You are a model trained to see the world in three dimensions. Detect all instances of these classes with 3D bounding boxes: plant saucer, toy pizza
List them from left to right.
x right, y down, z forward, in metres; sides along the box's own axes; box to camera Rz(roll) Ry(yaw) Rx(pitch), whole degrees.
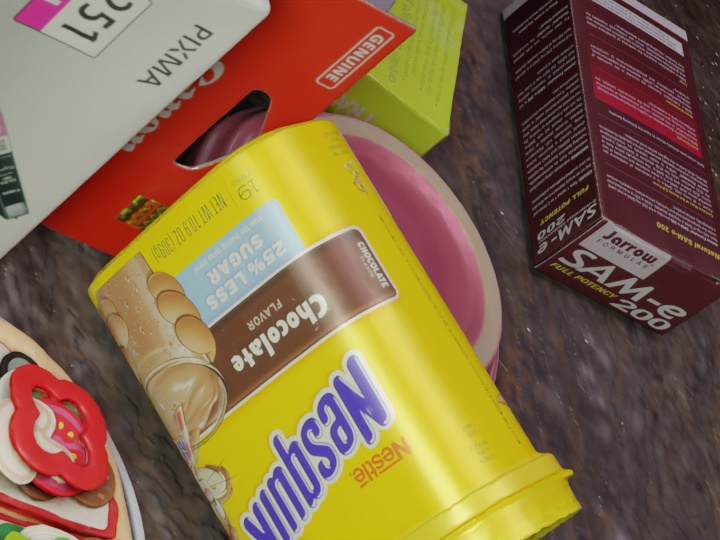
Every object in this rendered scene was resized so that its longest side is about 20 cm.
[{"bbox_3d":[-0.159,0.086,0.945,0.200,0.032,0.201,30,42,-30],"label":"toy pizza"},{"bbox_3d":[0.000,0.000,1.184,0.200,0.051,0.202,29,43,-31],"label":"plant saucer"}]

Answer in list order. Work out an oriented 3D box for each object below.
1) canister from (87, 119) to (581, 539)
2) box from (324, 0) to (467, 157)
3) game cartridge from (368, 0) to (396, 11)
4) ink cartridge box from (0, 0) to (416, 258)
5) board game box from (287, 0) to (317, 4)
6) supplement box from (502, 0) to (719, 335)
[{"bbox_3d":[-0.017,0.055,1.037,0.086,0.148,0.201,-17,72,-53],"label":"canister"},{"bbox_3d":[-0.033,-0.153,1.275,0.200,0.048,0.122,36,38,-22],"label":"box"},{"bbox_3d":[-0.031,-0.183,1.231,0.133,0.041,0.200,49,38,-12],"label":"game cartridge"},{"bbox_3d":[-0.102,-0.066,0.991,0.173,0.200,0.044,25,43,-33],"label":"ink cartridge box"},{"bbox_3d":[-0.034,-0.162,1.049,0.153,0.198,0.041,-66,146,-56],"label":"board game box"},{"bbox_3d":[0.148,-0.073,1.405,0.108,0.061,0.201,26,43,-32],"label":"supplement box"}]
